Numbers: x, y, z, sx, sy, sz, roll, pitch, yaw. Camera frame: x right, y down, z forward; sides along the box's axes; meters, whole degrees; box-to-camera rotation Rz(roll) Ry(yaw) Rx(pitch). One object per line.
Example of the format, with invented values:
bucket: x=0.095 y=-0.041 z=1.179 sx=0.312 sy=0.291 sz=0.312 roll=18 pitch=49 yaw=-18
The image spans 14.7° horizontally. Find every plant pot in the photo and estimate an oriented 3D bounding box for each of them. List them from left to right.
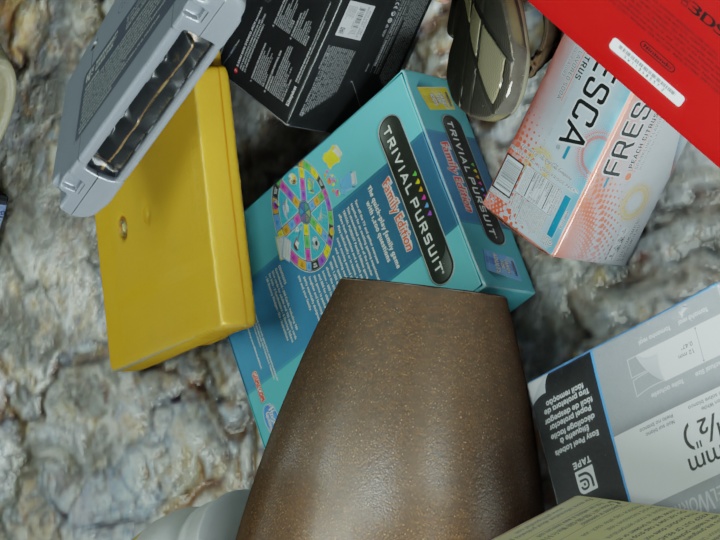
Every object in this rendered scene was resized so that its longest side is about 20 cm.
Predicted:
plant pot: x=0.022 y=0.108 z=1.532 sx=0.187 sy=0.187 sz=0.200 roll=5 pitch=88 yaw=45

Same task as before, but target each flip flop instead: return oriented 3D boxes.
flip flop: x=0.082 y=-0.139 z=1.561 sx=0.200 sy=0.058 sz=0.081 roll=-95 pitch=18 yaw=-70

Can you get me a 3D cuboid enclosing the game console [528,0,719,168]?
game console: x=0.204 y=-0.166 z=1.439 sx=0.200 sy=0.119 sz=0.172 roll=42 pitch=140 yaw=9

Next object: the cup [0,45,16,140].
cup: x=-0.324 y=-0.129 z=1.933 sx=0.143 sy=0.200 sz=0.200 roll=26 pitch=104 yaw=17

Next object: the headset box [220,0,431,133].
headset box: x=-0.048 y=-0.193 z=1.726 sx=0.200 sy=0.077 sz=0.149 roll=39 pitch=111 yaw=42

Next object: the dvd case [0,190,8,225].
dvd case: x=-0.324 y=0.016 z=2.013 sx=0.143 sy=0.018 sz=0.200 roll=29 pitch=105 yaw=44

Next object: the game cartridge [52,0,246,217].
game cartridge: x=-0.123 y=-0.139 z=1.674 sx=0.200 sy=0.042 sz=0.133 roll=-50 pitch=21 yaw=37

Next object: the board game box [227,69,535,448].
board game box: x=0.000 y=0.000 z=1.671 sx=0.200 sy=0.047 sz=0.151 roll=-39 pitch=58 yaw=34

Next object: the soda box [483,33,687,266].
soda box: x=0.147 y=-0.103 z=1.524 sx=0.064 sy=0.068 sz=0.200 roll=39 pitch=112 yaw=38

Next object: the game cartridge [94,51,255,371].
game cartridge: x=-0.120 y=-0.036 z=1.750 sx=0.200 sy=0.032 sz=0.177 roll=-20 pitch=75 yaw=63

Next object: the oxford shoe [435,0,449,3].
oxford shoe: x=0.017 y=-0.249 z=1.603 sx=0.071 sy=0.074 sz=0.200 roll=105 pitch=156 yaw=-85

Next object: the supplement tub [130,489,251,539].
supplement tub: x=-0.111 y=0.231 z=1.680 sx=0.200 sy=0.145 sz=0.146 roll=-38 pitch=59 yaw=35

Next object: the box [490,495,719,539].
box: x=0.170 y=0.217 z=1.385 sx=0.200 sy=0.097 sz=0.176 roll=5 pitch=105 yaw=37

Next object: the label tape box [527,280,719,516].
label tape box: x=0.179 y=0.125 z=1.463 sx=0.143 sy=0.066 sz=0.200 roll=-30 pitch=62 yaw=39
